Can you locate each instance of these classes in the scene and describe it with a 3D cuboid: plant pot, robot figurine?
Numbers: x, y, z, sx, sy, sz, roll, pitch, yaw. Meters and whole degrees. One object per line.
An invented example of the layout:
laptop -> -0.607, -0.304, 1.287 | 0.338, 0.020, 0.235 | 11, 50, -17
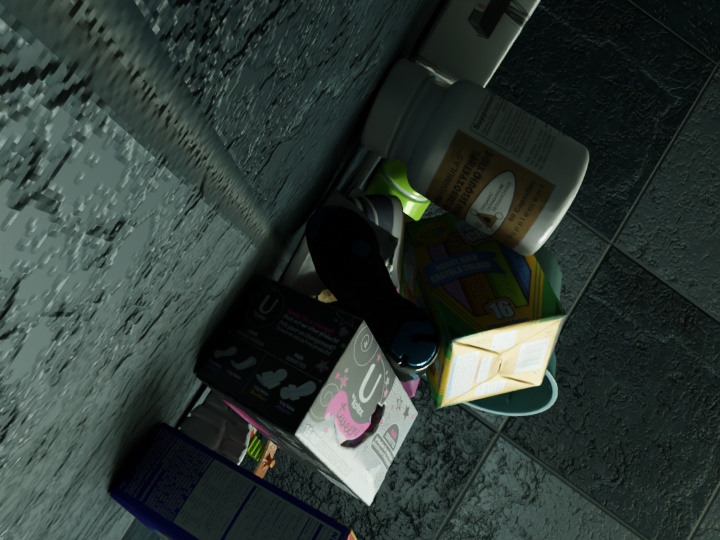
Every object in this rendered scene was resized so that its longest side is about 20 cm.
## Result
plant pot -> 0.204, 0.070, 0.915 | 0.199, 0.196, 0.201 | -65, -175, -33
robot figurine -> 0.065, -0.132, 1.160 | 0.202, 0.115, 0.175 | -57, 168, 30

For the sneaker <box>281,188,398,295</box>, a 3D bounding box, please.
sneaker -> -0.026, 0.006, 0.756 | 0.074, 0.114, 0.201 | -57, -178, -39

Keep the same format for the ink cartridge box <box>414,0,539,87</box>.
ink cartridge box -> 0.147, -0.295, 0.679 | 0.202, 0.083, 0.144 | -57, -179, 16

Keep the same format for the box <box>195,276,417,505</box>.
box -> -0.039, 0.121, 0.615 | 0.116, 0.130, 0.201 | -57, 145, -20

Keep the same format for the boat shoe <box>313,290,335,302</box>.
boat shoe -> -0.077, 0.050, 0.964 | 0.201, 0.069, 0.066 | -65, 165, -55

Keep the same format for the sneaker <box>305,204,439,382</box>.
sneaker -> 0.003, 0.026, 0.640 | 0.072, 0.203, 0.082 | -26, 159, -15

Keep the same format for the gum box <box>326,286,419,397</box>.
gum box -> -0.034, 0.105, 0.777 | 0.195, 0.117, 0.066 | -14, -166, 19

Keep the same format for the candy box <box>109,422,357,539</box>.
candy box -> -0.090, 0.234, 0.542 | 0.078, 0.196, 0.171 | -55, 152, -29

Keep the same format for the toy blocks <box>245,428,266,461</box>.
toy blocks -> -0.193, 0.235, 0.936 | 0.202, 0.098, 0.138 | -57, 169, -35

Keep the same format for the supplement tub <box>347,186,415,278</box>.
supplement tub -> 0.041, -0.018, 0.959 | 0.147, 0.198, 0.145 | -55, 180, 0

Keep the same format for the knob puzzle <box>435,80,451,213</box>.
knob puzzle -> 0.089, -0.144, 0.779 | 0.030, 0.224, 0.220 | -24, 174, -9

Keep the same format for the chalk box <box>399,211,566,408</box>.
chalk box -> 0.113, 0.018, 0.679 | 0.127, 0.120, 0.203 | 89, -13, -48

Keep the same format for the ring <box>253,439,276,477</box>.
ring -> -0.159, 0.269, 0.920 | 0.204, 0.019, 0.202 | 89, 26, -44

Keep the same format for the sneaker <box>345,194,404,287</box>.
sneaker -> 0.000, 0.000, 0.831 | 0.069, 0.106, 0.207 | 5, -86, 49

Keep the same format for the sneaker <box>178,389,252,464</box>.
sneaker -> -0.139, 0.153, 0.706 | 0.203, 0.077, 0.112 | -57, 179, -5

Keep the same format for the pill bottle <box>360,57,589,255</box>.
pill bottle -> 0.104, -0.112, 0.601 | 0.116, 0.197, 0.114 | -59, 177, -6
